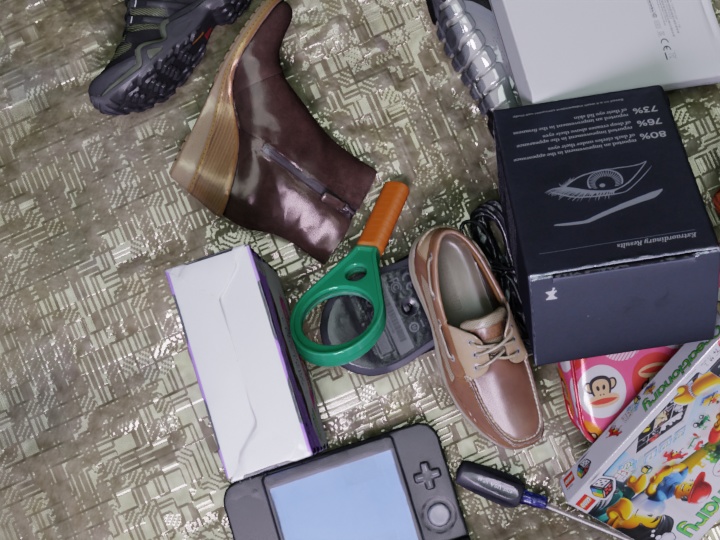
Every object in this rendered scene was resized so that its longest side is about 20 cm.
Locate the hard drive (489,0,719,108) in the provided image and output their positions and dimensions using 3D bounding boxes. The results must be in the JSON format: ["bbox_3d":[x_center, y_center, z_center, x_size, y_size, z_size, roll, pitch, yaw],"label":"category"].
[{"bbox_3d":[0.215,-0.214,1.213,0.198,0.026,0.133,-11,76,-19],"label":"hard drive"}]

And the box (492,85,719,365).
[{"bbox_3d":[0.191,-0.039,1.120,0.146,0.105,0.201,-8,46,3],"label":"box"}]

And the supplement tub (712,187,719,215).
[{"bbox_3d":[0.399,-0.105,1.188,0.122,0.123,0.200,43,87,5],"label":"supplement tub"}]

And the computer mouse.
[{"bbox_3d":[0.058,0.033,1.226,0.198,0.053,0.140,-19,85,-11],"label":"computer mouse"}]

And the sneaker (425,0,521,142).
[{"bbox_3d":[0.141,-0.200,1.238,0.115,0.075,0.201,-27,93,-7],"label":"sneaker"}]

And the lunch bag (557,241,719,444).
[{"bbox_3d":[0.268,0.073,1.192,0.198,0.082,0.178,-10,93,0],"label":"lunch bag"}]

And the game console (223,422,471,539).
[{"bbox_3d":[-0.006,0.237,1.171,0.198,0.116,0.178,-17,84,0],"label":"game console"}]

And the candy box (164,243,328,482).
[{"bbox_3d":[-0.087,0.078,1.147,0.071,0.200,0.169,-18,84,1],"label":"candy box"}]

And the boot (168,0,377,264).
[{"bbox_3d":[-0.059,-0.126,1.245,0.165,0.072,0.202,26,84,-8],"label":"boot"}]

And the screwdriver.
[{"bbox_3d":[0.177,0.206,1.215,0.198,0.028,0.029,18,56,1],"label":"screwdriver"}]

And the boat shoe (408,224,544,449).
[{"bbox_3d":[0.097,0.055,1.164,0.075,0.072,0.201,-26,86,-11],"label":"boat shoe"}]

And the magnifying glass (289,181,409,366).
[{"bbox_3d":[0.000,0.000,1.189,0.079,0.023,0.201,6,51,23],"label":"magnifying glass"}]

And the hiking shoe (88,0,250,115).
[{"bbox_3d":[-0.182,-0.227,1.253,0.100,0.076,0.200,39,78,13],"label":"hiking shoe"}]

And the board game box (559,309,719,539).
[{"bbox_3d":[0.274,0.140,1.150,0.126,0.035,0.201,29,113,-21],"label":"board game box"}]
